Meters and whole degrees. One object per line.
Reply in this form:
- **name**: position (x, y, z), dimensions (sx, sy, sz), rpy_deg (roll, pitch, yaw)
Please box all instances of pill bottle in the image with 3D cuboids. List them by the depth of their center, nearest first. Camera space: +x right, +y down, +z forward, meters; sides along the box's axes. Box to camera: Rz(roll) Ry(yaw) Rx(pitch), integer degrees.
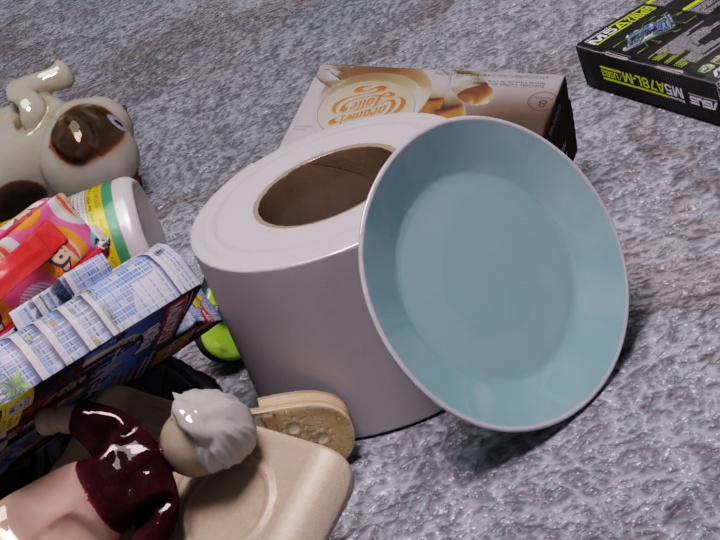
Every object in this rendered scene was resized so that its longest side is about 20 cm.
- **pill bottle**: position (-0.255, 0.010, 1.408), dimensions (0.199, 0.113, 0.113), rpy_deg (-21, 26, 3)

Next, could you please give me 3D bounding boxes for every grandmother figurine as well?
- **grandmother figurine**: position (-0.150, 0.129, 1.011), dimensions (0.199, 0.122, 0.061), rpy_deg (-30, -7, 4)

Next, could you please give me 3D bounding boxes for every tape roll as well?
- **tape roll**: position (0.000, 0.000, 1.203), dimensions (0.202, 0.140, 0.203), rpy_deg (-17, 28, 9)

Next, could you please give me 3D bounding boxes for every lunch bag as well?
- **lunch bag**: position (-0.270, 0.028, 1.236), dimensions (0.176, 0.082, 0.200), rpy_deg (-34, 10, 47)

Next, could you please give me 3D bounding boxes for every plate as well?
- **plate**: position (0.081, 0.003, 1.095), dimensions (0.200, 0.201, 0.026), rpy_deg (-39, 7, -31)

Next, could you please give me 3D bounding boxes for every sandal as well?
- **sandal**: position (-0.105, 0.132, 1.107), dimensions (0.211, 0.078, 0.070), rpy_deg (-16, 24, 0)

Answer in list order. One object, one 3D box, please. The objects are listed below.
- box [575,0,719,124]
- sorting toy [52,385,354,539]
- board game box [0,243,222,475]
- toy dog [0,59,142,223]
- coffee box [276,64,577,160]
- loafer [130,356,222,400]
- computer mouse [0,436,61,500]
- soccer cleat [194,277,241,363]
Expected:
- **box**: position (0.310, -0.199, 1.444), dimensions (0.200, 0.048, 0.193), rpy_deg (-32, 26, -18)
- **sorting toy**: position (-0.116, 0.169, 1.024), dimensions (0.199, 0.036, 0.186), rpy_deg (14, 66, 38)
- **board game box**: position (-0.171, 0.043, 1.099), dimensions (0.200, 0.062, 0.200), rpy_deg (-34, -8, -25)
- **toy dog**: position (-0.297, -0.107, 1.635), dimensions (0.199, 0.140, 0.194), rpy_deg (-6, 43, 29)
- **coffee box**: position (0.052, -0.089, 1.329), dimensions (0.199, 0.080, 0.115), rpy_deg (6, 47, 21)
- **loafer**: position (-0.142, 0.083, 1.218), dimensions (0.199, 0.072, 0.063), rpy_deg (21, 14, 34)
- **computer mouse**: position (-0.244, 0.145, 1.223), dimensions (0.138, 0.053, 0.200), rpy_deg (-9, 20, 6)
- **soccer cleat**: position (-0.088, 0.005, 1.357), dimensions (0.081, 0.067, 0.200), rpy_deg (-42, 20, 42)
